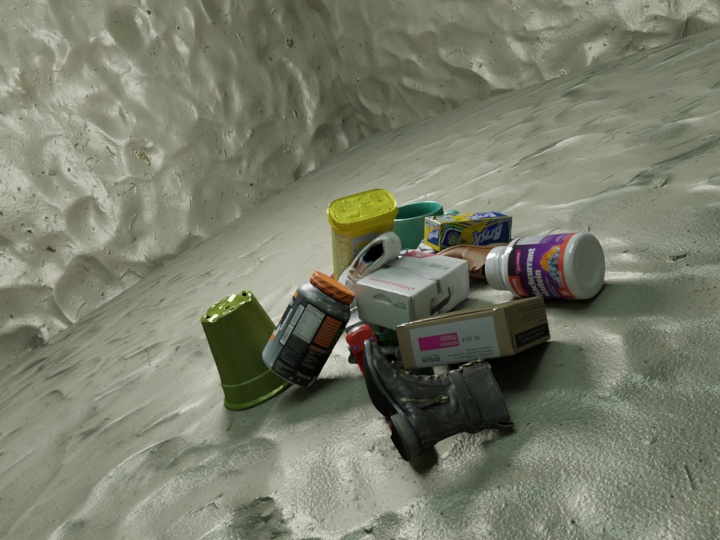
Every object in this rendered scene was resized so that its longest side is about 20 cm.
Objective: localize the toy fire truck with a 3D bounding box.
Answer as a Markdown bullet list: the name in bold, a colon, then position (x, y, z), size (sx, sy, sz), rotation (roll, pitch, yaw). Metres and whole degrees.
- **toy fire truck**: position (0.035, 0.174, 1.024), size (0.048, 0.203, 0.141), rotation (-26, -11, -6)

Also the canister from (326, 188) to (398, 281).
- **canister**: position (0.005, -0.062, 1.429), size (0.146, 0.203, 0.087), rotation (-17, 46, -16)

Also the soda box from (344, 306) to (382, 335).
- **soda box**: position (0.002, 0.098, 1.417), size (0.067, 0.065, 0.200), rotation (-24, 17, 5)

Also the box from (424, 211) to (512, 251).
- **box**: position (0.243, -0.090, 1.478), size (0.196, 0.066, 0.070), rotation (-8, 18, -25)

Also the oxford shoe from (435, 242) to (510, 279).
- **oxford shoe**: position (0.229, -0.012, 1.373), size (0.196, 0.073, 0.072), rotation (-10, 26, 17)

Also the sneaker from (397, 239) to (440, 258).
- **sneaker**: position (0.181, -0.023, 1.504), size (0.128, 0.081, 0.197), rotation (17, 22, 39)

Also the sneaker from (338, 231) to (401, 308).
- **sneaker**: position (0.000, 0.000, 1.349), size (0.201, 0.074, 0.087), rotation (-54, -16, 14)

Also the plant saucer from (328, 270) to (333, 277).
- **plant saucer**: position (0.003, 0.014, 1.675), size (0.197, 0.052, 0.201), rotation (-23, 19, 8)

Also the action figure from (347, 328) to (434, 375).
- **action figure**: position (0.033, 0.156, 1.182), size (0.055, 0.119, 0.199), rotation (-47, 17, -26)

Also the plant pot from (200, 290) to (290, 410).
- **plant pot**: position (-0.244, 0.155, 1.390), size (0.197, 0.193, 0.201), rotation (-23, 18, 8)

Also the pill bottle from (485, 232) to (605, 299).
- **pill bottle**: position (0.324, -0.006, 1.180), size (0.111, 0.113, 0.198), rotation (-37, 20, -33)

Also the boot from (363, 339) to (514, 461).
- **boot**: position (0.105, 0.163, 0.934), size (0.171, 0.070, 0.202), rotation (-19, 59, -15)

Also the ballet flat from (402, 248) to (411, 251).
- **ballet flat**: position (0.051, 0.026, 1.548), size (0.198, 0.068, 0.068), rotation (-32, -9, -4)

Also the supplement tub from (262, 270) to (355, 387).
- **supplement tub**: position (-0.097, 0.112, 1.284), size (0.203, 0.121, 0.123), rotation (-60, 18, 4)

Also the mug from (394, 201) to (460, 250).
- **mug**: position (0.151, -0.094, 1.647), size (0.150, 0.117, 0.184), rotation (-22, 21, -26)

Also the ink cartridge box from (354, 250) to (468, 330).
- **ink cartridge box**: position (0.105, 0.039, 1.303), size (0.144, 0.087, 0.198), rotation (13, 27, 39)

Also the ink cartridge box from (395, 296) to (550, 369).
- **ink cartridge box**: position (0.181, 0.099, 1.052), size (0.197, 0.077, 0.163), rotation (-13, -3, 36)
